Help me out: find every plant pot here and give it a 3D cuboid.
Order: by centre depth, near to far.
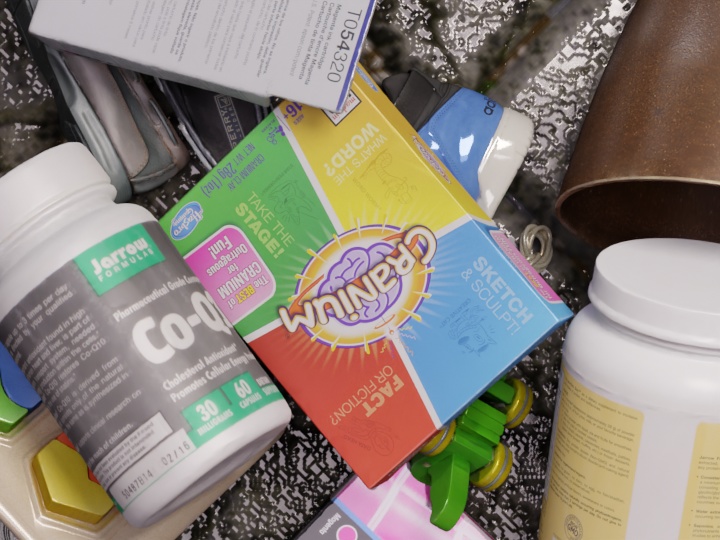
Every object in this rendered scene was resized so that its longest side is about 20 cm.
[{"bbox_3d":[0.222,-0.113,1.290,0.186,0.187,0.200,12,75,1],"label":"plant pot"}]

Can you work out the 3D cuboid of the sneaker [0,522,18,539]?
[{"bbox_3d":[-0.200,0.150,1.345,0.088,0.076,0.200,-33,83,12],"label":"sneaker"}]

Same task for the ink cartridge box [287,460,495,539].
[{"bbox_3d":[0.055,0.204,1.352,0.200,0.037,0.095,43,90,-1],"label":"ink cartridge box"}]

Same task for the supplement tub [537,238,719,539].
[{"bbox_3d":[0.179,0.096,1.248,0.145,0.145,0.200,7,109,1],"label":"supplement tub"}]

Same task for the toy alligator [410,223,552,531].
[{"bbox_3d":[0.068,0.065,1.340,0.059,0.054,0.200,31,66,-27],"label":"toy alligator"}]

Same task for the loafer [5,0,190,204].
[{"bbox_3d":[-0.167,-0.139,1.346,0.063,0.072,0.200,-24,96,-17],"label":"loafer"}]

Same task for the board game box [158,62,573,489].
[{"bbox_3d":[0.000,0.000,1.272,0.153,0.040,0.200,-43,81,16],"label":"board game box"}]

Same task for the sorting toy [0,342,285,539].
[{"bbox_3d":[-0.161,0.071,1.311,0.200,0.036,0.185,48,58,-1],"label":"sorting toy"}]

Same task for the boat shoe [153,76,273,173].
[{"bbox_3d":[-0.100,-0.138,1.336,0.072,0.068,0.200,-19,90,1],"label":"boat shoe"}]

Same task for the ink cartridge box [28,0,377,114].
[{"bbox_3d":[-0.069,-0.200,1.268,0.200,0.043,0.197,17,85,15],"label":"ink cartridge box"}]

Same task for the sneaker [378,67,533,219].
[{"bbox_3d":[0.015,-0.024,1.328,0.111,0.077,0.200,26,86,-5],"label":"sneaker"}]

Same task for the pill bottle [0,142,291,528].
[{"bbox_3d":[-0.138,0.035,1.253,0.113,0.113,0.200,-37,83,1],"label":"pill bottle"}]
